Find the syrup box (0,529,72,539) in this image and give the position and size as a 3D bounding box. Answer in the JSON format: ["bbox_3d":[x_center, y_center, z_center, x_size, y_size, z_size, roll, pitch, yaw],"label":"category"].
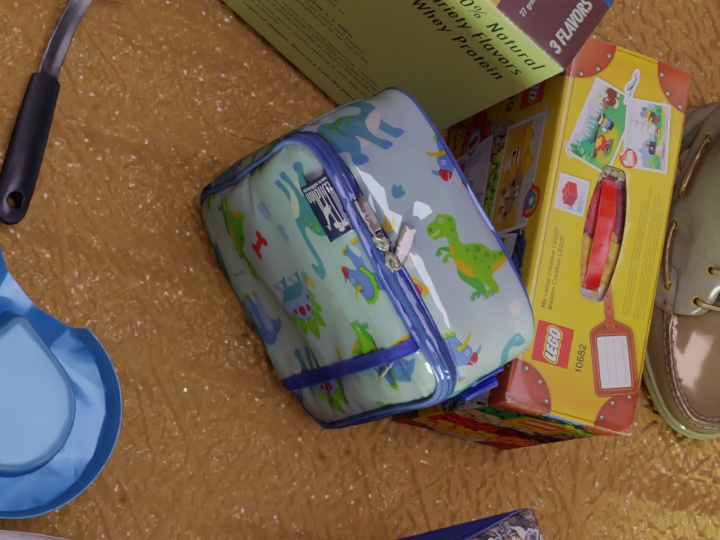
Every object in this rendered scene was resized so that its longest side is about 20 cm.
[{"bbox_3d":[-0.165,0.232,1.123,0.081,0.079,0.201,13,52,-5],"label":"syrup box"}]

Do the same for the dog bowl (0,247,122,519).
[{"bbox_3d":[-0.209,0.036,1.198,0.111,0.050,0.200,-40,99,-22],"label":"dog bowl"}]

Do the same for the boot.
[{"bbox_3d":[0.223,-0.009,1.328,0.072,0.155,0.201,9,79,-21],"label":"boot"}]

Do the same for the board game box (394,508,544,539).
[{"bbox_3d":[0.039,0.242,1.200,0.097,0.159,0.201,-22,91,-45],"label":"board game box"}]

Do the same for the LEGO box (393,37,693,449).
[{"bbox_3d":[0.098,-0.010,1.279,0.077,0.149,0.201,16,76,-20],"label":"LEGO box"}]

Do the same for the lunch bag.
[{"bbox_3d":[0.000,0.000,1.208,0.082,0.200,0.161,-31,95,-23],"label":"lunch bag"}]

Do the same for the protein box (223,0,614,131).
[{"bbox_3d":[0.024,-0.193,1.243,0.198,0.200,0.135,41,67,-13],"label":"protein box"}]

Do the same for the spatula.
[{"bbox_3d":[-0.160,-0.118,1.255,0.056,0.021,0.201,24,76,-32],"label":"spatula"}]
